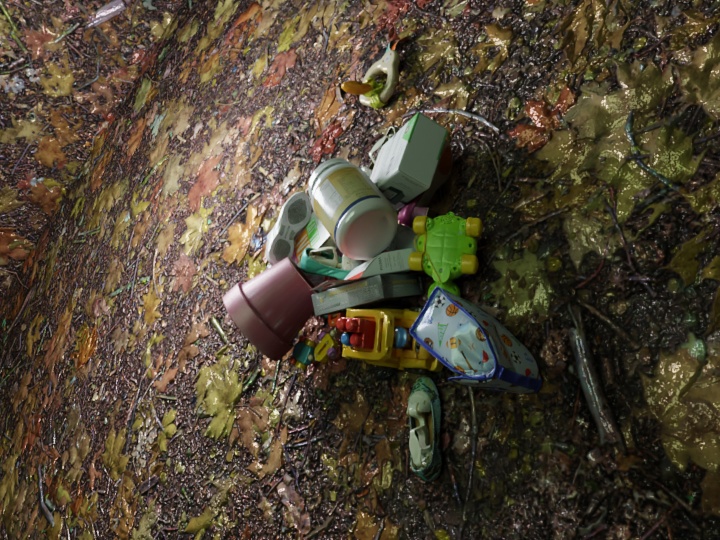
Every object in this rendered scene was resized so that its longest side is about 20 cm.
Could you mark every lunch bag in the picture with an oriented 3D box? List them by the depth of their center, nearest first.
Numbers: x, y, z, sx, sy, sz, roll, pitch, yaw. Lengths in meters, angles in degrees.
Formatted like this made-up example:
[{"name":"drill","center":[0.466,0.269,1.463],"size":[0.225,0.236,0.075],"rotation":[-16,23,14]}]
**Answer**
[{"name":"lunch bag","center":[0.211,0.143,1.107],"size":[0.199,0.168,0.126],"rotation":[39,103,45]}]

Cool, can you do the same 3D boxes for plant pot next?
[{"name":"plant pot","center":[-0.193,0.077,1.456],"size":[0.178,0.200,0.200],"rotation":[-41,46,0]}]

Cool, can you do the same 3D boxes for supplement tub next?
[{"name":"supplement tub","center":[-0.021,-0.136,1.331],"size":[0.145,0.143,0.201],"rotation":[-49,46,15]}]

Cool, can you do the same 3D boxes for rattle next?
[{"name":"rattle","center":[0.034,-0.535,1.598],"size":[0.204,0.140,0.130],"rotation":[-66,25,7]}]

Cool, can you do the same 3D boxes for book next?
[{"name":"book","center":[-0.138,-0.054,1.563],"size":[0.200,0.048,0.135],"rotation":[-45,42,21]}]

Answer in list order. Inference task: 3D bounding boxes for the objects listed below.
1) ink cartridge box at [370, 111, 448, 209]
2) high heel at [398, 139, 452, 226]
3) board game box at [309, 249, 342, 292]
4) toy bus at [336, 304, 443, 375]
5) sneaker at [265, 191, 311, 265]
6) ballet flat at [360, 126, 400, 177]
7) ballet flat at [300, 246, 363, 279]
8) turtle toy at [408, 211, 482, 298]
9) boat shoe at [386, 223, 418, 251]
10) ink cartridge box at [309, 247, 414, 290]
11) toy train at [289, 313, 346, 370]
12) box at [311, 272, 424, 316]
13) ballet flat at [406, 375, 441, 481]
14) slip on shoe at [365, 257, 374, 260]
[{"name":"ink cartridge box","center":[0.096,-0.233,1.375],"size":[0.199,0.083,0.149],"rotation":[-26,42,67]},{"name":"high heel","center":[0.144,-0.197,1.399],"size":[0.095,0.066,0.206],"rotation":[14,91,44]},{"name":"board game box","center":[-0.119,-0.007,1.581],"size":[0.151,0.040,0.205],"rotation":[5,76,45]},{"name":"toy bus","center":[0.050,0.130,1.243],"size":[0.197,0.190,0.140],"rotation":[0,79,41]},{"name":"sneaker","center":[-0.194,-0.109,1.576],"size":[0.099,0.077,0.204],"rotation":[0,61,60]},{"name":"ballet flat","center":[0.042,-0.259,1.510],"size":[0.067,0.075,0.203],"rotation":[33,96,45]},{"name":"ballet flat","center":[-0.052,-0.015,1.444],"size":[0.195,0.068,0.072],"rotation":[11,121,18]},{"name":"turtle toy","center":[0.174,-0.020,1.260],"size":[0.142,0.101,0.206],"rotation":[4,75,19]},{"name":"boat shoe","center":[0.070,-0.081,1.399],"size":[0.201,0.085,0.076],"rotation":[35,97,46]},{"name":"ink cartridge box","center":[0.000,0.000,1.317],"size":[0.160,0.195,0.049],"rotation":[155,107,-69]},{"name":"toy train","center":[-0.091,0.155,1.476],"size":[0.198,0.055,0.153],"rotation":[-31,49,33]},{"name":"box","center":[0.017,0.051,1.339],"size":[0.197,0.156,0.050],"rotation":[-17,80,38]},{"name":"ballet flat","center":[0.120,0.298,1.202],"size":[0.073,0.074,0.205],"rotation":[-25,56,33]},{"name":"slip on shoe","center":[-0.011,-0.074,1.427],"size":[0.076,0.061,0.199],"rotation":[-48,43,-6]}]
